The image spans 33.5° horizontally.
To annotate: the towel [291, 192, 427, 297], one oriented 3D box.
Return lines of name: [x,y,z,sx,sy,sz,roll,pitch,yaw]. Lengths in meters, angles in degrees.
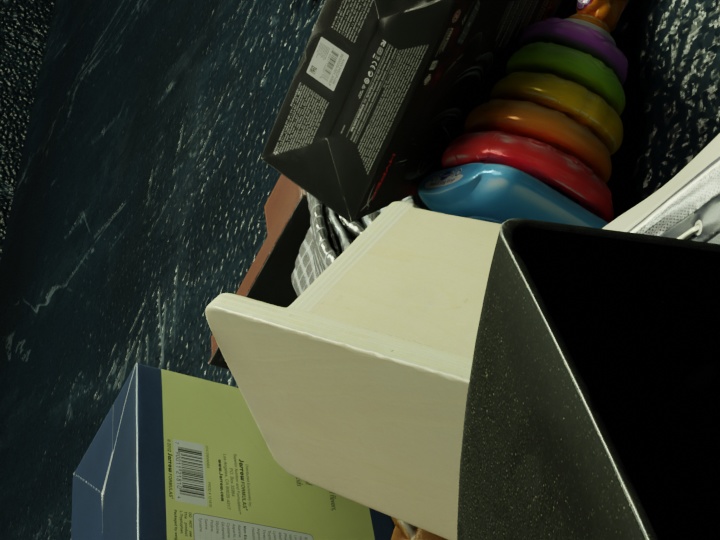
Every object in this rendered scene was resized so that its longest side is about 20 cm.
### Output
towel: [0.000,0.000,0.834,0.201,0.084,0.167,-107,11,-50]

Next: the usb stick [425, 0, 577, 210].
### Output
usb stick: [0.097,-0.117,0.845,0.201,0.032,0.056,-64,34,21]

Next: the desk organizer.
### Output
desk organizer: [-0.068,-0.002,1.080,0.201,0.071,0.077,-58,27,30]

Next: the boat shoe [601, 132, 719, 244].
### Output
boat shoe: [0.160,0.013,0.581,0.200,0.074,0.093,-53,26,38]

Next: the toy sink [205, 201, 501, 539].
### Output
toy sink: [0.040,0.050,0.618,0.199,0.131,0.112,12,45,40]

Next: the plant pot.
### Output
plant pot: [0.139,0.121,0.447,0.201,0.197,0.179,-108,30,-51]

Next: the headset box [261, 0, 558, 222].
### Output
headset box: [0.043,-0.130,0.743,0.077,0.199,0.150,36,118,17]

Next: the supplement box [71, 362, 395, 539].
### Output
supplement box: [-0.089,0.202,0.844,0.135,0.198,0.201,-54,31,34]

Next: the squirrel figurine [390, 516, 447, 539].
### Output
squirrel figurine: [0.017,0.215,0.644,0.198,0.142,0.188,-15,47,22]

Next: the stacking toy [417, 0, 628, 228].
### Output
stacking toy: [0.125,-0.110,0.726,0.116,0.109,0.202,-3,61,67]
